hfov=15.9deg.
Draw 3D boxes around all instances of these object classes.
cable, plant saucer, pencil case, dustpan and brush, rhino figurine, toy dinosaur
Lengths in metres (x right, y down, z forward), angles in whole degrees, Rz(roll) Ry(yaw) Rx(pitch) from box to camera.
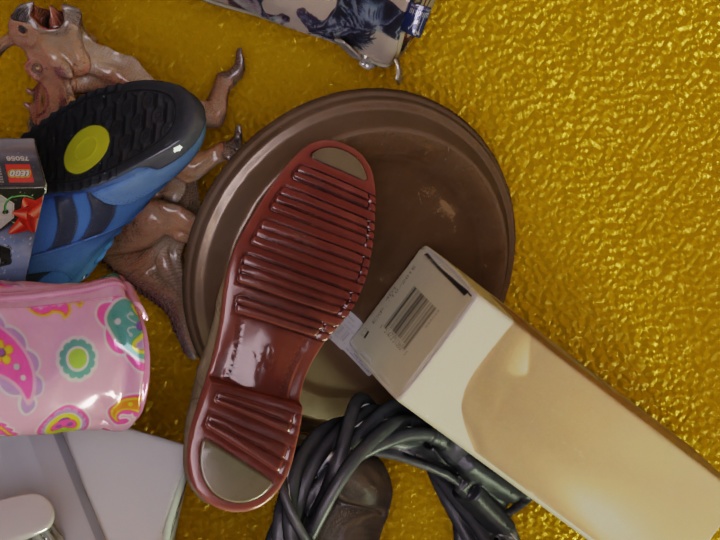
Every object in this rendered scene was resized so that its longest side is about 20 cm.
[{"bbox_3d":[0.007,0.154,1.401,0.051,0.200,0.164,29,88,43],"label":"cable"},{"bbox_3d":[0.000,0.000,1.409,0.199,0.029,0.201,-10,114,-22],"label":"plant saucer"},{"bbox_3d":[-0.205,0.041,1.277,0.199,0.087,0.088,1,95,-21],"label":"pencil case"},{"bbox_3d":[-0.216,0.139,1.257,0.199,0.057,0.140,-15,60,-22],"label":"dustpan and brush"},{"bbox_3d":[-0.029,0.186,1.448,0.060,0.087,0.201,15,98,40],"label":"rhino figurine"},{"bbox_3d":[-0.055,-0.172,1.417,0.199,0.078,0.090,16,81,0],"label":"pencil case"},{"bbox_3d":[-0.129,-0.053,1.428,0.135,0.086,0.201,-4,99,1],"label":"toy dinosaur"}]

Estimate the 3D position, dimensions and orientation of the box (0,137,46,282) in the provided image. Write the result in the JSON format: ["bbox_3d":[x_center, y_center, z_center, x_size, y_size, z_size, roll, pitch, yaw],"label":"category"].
[{"bbox_3d":[-0.267,-0.005,1.296,0.199,0.040,0.137,-1,136,-21],"label":"box"}]

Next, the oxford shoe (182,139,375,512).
[{"bbox_3d":[-0.051,0.027,1.346,0.070,0.075,0.201,25,79,-13],"label":"oxford shoe"}]

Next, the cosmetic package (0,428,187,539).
[{"bbox_3d":[-0.212,0.170,1.377,0.199,0.165,0.165,18,56,0],"label":"cosmetic package"}]

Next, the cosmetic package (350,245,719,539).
[{"bbox_3d":[0.099,0.080,1.393,0.200,0.105,0.071,37,94,-23],"label":"cosmetic package"}]

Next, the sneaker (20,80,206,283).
[{"bbox_3d":[-0.152,-0.035,1.376,0.200,0.066,0.078,-27,136,24],"label":"sneaker"}]
